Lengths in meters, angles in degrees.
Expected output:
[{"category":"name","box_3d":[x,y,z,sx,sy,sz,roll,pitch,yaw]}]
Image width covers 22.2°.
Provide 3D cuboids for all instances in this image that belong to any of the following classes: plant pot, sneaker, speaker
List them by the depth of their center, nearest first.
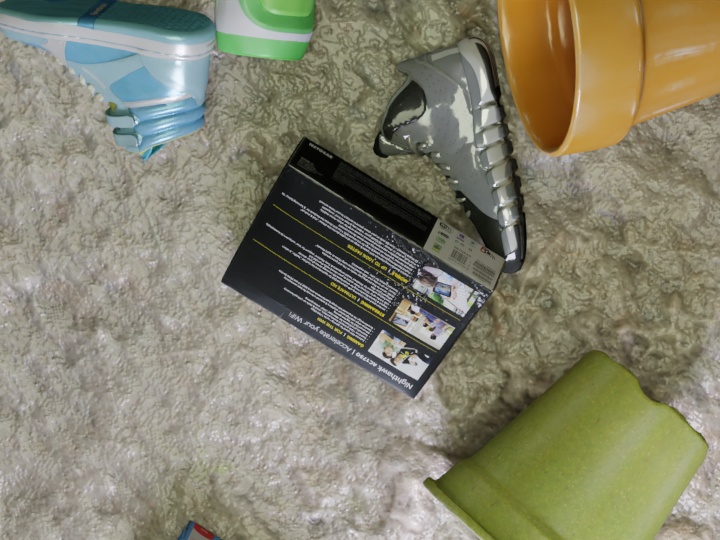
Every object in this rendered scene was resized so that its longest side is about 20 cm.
[{"category":"plant pot","box_3d":[0.225,-0.204,1.468,0.182,0.200,0.201,-9,100,-11]},{"category":"speaker","box_3d":[-0.072,-0.278,1.512,0.088,0.088,0.201,7,100,2]},{"category":"plant pot","box_3d":[0.186,0.175,1.538,0.200,0.200,0.184,42,89,-5]},{"category":"sneaker","box_3d":[-0.218,-0.160,1.547,0.199,0.080,0.131,13,120,19]},{"category":"sneaker","box_3d":[0.072,-0.089,1.552,0.115,0.075,0.201,-11,91,11]}]

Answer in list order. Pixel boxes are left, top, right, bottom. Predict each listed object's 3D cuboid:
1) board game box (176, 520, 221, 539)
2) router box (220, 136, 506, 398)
[{"category":"board game box","box_3d":[-0.125,0.362,1.640,0.199,0.056,0.196,33,100,-3]},{"category":"router box","box_3d":[0.000,0.000,1.543,0.199,0.051,0.149,32,129,-3]}]
